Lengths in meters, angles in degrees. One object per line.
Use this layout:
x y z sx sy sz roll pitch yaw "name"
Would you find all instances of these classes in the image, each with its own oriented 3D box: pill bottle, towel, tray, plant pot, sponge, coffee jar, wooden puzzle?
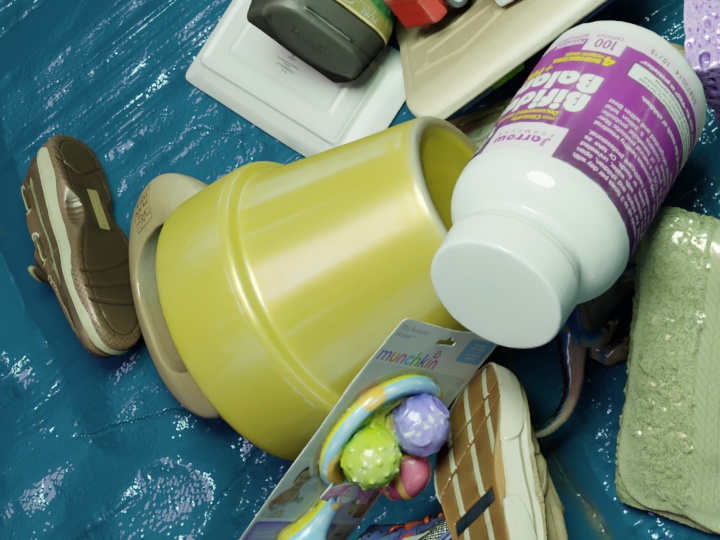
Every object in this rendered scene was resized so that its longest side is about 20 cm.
0.122 -0.051 0.961 0.112 0.113 0.200 9 46 31 "pill bottle"
0.229 0.067 0.983 0.148 0.036 0.201 10 104 29 "towel"
-0.052 -0.158 1.261 0.200 0.022 0.108 34 91 33 "tray"
0.000 0.000 1.061 0.189 0.201 0.201 -29 62 27 "plant pot"
0.237 -0.202 1.059 0.030 0.112 0.201 -7 70 25 "sponge"
0.003 -0.243 1.193 0.200 0.104 0.085 -59 17 -10 "coffee jar"
0.111 -0.183 1.125 0.185 0.046 0.200 -36 22 13 "wooden puzzle"

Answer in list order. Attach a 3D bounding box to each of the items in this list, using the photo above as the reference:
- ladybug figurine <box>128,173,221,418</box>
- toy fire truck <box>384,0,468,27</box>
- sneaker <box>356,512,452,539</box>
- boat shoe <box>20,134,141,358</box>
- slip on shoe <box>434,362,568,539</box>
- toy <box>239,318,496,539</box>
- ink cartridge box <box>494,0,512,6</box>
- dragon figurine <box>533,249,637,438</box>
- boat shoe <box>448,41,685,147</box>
-0.112 0.015 1.195 0.136 0.072 0.201 -45 57 42 "ladybug figurine"
0.033 -0.250 1.129 0.200 0.141 0.049 -48 23 -17 "toy fire truck"
0.035 0.191 1.070 0.200 0.075 0.079 -40 56 11 "sneaker"
-0.227 -0.008 1.289 0.075 0.075 0.203 -38 53 29 "boat shoe"
0.094 0.142 0.991 0.076 0.060 0.200 -49 26 28 "slip on shoe"
0.011 0.124 1.012 0.200 0.115 0.047 -51 59 17 "toy"
0.149 -0.279 1.086 0.117 0.067 0.200 -23 28 46 "ink cartridge box"
0.141 0.012 1.075 0.099 0.059 0.201 28 91 34 "dragon figurine"
0.136 -0.112 1.110 0.200 0.073 0.063 -26 66 21 "boat shoe"
